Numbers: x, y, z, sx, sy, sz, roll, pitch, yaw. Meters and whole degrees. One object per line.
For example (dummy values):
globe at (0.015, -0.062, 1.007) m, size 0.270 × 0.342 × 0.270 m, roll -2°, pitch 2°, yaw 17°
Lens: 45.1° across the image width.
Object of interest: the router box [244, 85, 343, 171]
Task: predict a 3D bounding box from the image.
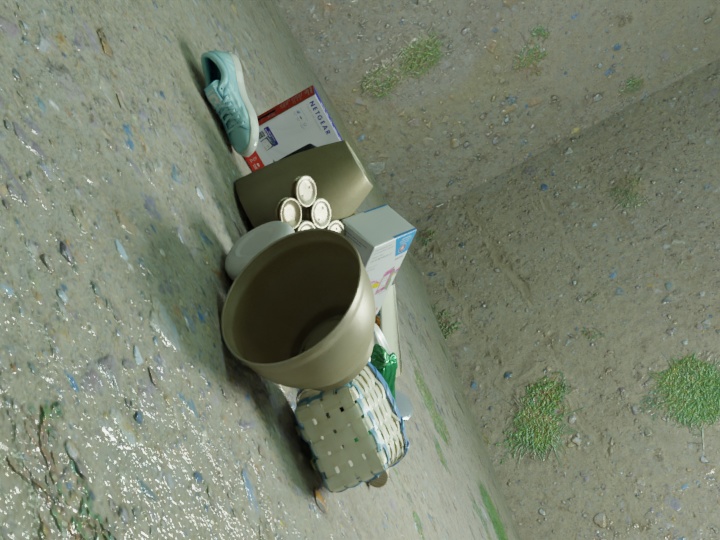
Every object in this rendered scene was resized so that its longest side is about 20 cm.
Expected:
router box at (-0.120, -0.221, 1.660) m, size 0.202 × 0.177 × 0.049 m, roll 58°, pitch 9°, yaw -31°

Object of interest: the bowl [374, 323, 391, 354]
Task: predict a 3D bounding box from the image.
bowl at (0.004, 0.157, 1.617) m, size 0.203 × 0.093 × 0.201 m, roll 61°, pitch 9°, yaw -17°

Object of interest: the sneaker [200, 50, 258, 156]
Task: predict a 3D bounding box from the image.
sneaker at (-0.245, -0.299, 1.553) m, size 0.081 × 0.073 × 0.204 m, roll -3°, pitch 70°, yaw -48°

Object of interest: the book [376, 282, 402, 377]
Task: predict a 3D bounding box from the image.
book at (0.024, 0.100, 1.721) m, size 0.133 × 0.047 × 0.205 m, roll 34°, pitch -45°, yaw 52°

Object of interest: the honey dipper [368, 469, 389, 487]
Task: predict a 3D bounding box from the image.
honey dipper at (0.035, 0.326, 1.515) m, size 0.039 × 0.037 × 0.200 m, roll 63°, pitch 7°, yaw -4°

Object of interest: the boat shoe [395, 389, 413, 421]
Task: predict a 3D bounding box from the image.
boat shoe at (0.003, 0.225, 1.502) m, size 0.197 × 0.068 × 0.075 m, roll 22°, pitch 48°, yaw -42°

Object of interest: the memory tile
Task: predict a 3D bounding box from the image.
memory tile at (-0.100, -0.035, 1.368) m, size 0.154 × 0.017 × 0.202 m, roll 53°, pitch 54°, yaw -38°

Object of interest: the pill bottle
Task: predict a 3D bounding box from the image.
pill bottle at (-0.102, 0.038, 1.239) m, size 0.202 × 0.111 × 0.113 m, roll 59°, pitch 9°, yaw -28°

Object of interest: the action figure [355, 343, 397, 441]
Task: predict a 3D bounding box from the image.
action figure at (0.023, 0.188, 1.357) m, size 0.054 × 0.117 × 0.203 m, roll 34°, pitch -40°, yaw 25°

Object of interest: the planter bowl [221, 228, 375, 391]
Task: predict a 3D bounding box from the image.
planter bowl at (-0.061, 0.069, 1.104) m, size 0.135 × 0.197 × 0.203 m, roll 55°, pitch 12°, yaw -43°

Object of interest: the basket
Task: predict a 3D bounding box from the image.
basket at (-0.012, 0.206, 1.207) m, size 0.180 × 0.137 × 0.200 m, roll 65°, pitch 16°, yaw 2°

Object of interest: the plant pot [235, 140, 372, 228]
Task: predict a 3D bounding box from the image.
plant pot at (-0.084, -0.130, 1.490) m, size 0.189 × 0.198 × 0.188 m, roll 56°, pitch 7°, yaw -11°

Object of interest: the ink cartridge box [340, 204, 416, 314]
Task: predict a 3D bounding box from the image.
ink cartridge box at (0.000, 0.000, 1.541) m, size 0.084 × 0.203 × 0.143 m, roll 39°, pitch 34°, yaw 21°

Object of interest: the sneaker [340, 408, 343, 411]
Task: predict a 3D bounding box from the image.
sneaker at (-0.033, 0.139, 1.389) m, size 0.075 × 0.076 × 0.205 m, roll -15°, pitch 113°, yaw -44°
